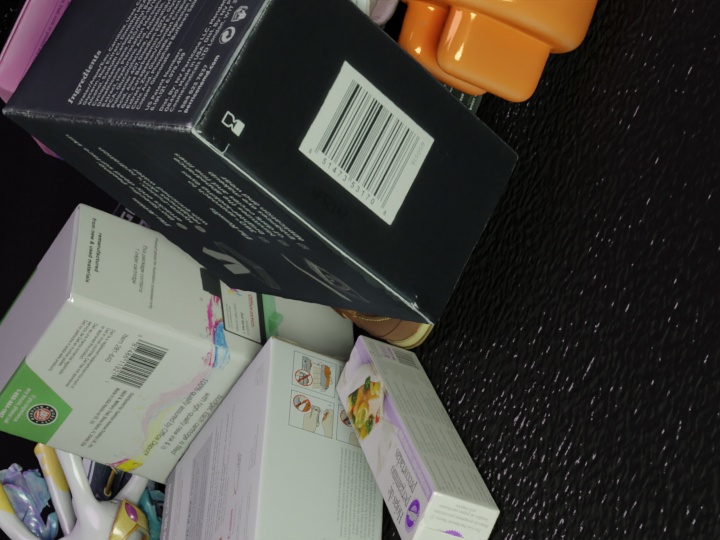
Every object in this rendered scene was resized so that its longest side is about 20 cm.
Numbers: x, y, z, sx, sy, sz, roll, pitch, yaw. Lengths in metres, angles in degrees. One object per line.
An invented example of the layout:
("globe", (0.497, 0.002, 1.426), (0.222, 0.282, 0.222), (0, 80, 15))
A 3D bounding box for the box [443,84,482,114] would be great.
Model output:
("box", (0.058, -0.200, 1.323), (0.201, 0.047, 0.193), (-70, 21, 4))

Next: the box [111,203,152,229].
("box", (-0.130, -0.092, 1.619), (0.201, 0.050, 0.198), (-60, 3, -8))

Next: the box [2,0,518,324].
("box", (-0.056, -0.076, 1.156), (0.200, 0.197, 0.118), (9, 66, 50))

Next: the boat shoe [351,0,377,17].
("boat shoe", (-0.002, -0.216, 1.168), (0.200, 0.071, 0.072), (-67, -7, -51))

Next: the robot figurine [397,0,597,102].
("robot figurine", (0.087, -0.195, 1.125), (0.144, 0.116, 0.201), (41, -113, -86))

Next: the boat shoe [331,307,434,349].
("boat shoe", (0.000, -0.001, 1.259), (0.072, 0.067, 0.200), (-71, 19, 2))

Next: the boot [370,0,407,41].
("boot", (0.020, -0.190, 1.265), (0.146, 0.070, 0.201), (28, 95, 62))

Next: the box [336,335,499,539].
("box", (0.028, 0.096, 1.133), (0.200, 0.041, 0.039), (-119, 49, -64))

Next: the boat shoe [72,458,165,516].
("boat shoe", (-0.167, 0.167, 1.579), (0.091, 0.071, 0.201), (45, 143, 33))

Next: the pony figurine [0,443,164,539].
("pony figurine", (-0.204, 0.211, 1.488), (0.193, 0.166, 0.200), (-44, 65, 28))

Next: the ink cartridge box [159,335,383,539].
("ink cartridge box", (-0.059, 0.174, 1.237), (0.176, 0.084, 0.201), (-51, 27, 45))

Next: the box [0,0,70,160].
("box", (-0.130, -0.109, 1.429), (0.176, 0.199, 0.097), (75, -143, -78))

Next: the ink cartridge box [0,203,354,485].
("ink cartridge box", (-0.121, 0.060, 1.327), (0.145, 0.199, 0.084), (-49, 29, 40))
